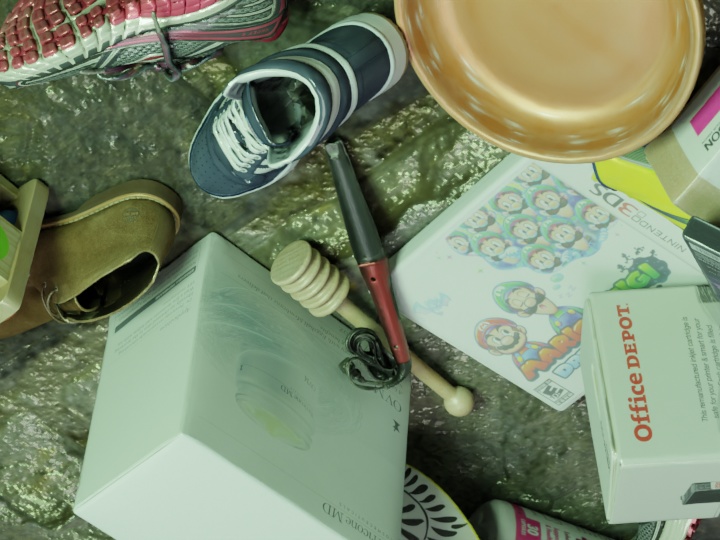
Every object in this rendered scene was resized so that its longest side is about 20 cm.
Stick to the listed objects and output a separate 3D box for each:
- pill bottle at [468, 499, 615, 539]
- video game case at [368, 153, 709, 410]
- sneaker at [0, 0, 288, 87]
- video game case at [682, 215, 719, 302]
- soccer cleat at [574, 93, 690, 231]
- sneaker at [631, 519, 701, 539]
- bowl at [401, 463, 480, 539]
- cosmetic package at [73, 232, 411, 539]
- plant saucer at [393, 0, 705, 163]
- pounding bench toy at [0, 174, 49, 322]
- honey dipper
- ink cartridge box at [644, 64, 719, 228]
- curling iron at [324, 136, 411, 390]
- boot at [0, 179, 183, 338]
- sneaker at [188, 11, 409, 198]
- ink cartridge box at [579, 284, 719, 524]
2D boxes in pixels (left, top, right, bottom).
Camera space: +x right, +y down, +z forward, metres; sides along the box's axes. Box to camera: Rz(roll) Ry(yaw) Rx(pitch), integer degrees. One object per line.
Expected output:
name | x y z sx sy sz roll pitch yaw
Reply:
pill bottle | 0.172 0.258 1.957 0.200 0.113 0.113 20 133 -14
video game case | 0.136 0.001 1.775 0.182 0.024 0.200 32 129 -22
sneaker | -0.143 -0.150 1.609 0.200 0.081 0.075 -14 134 18
video game case | 0.281 0.025 1.618 0.143 0.019 0.200 28 177 18
soccer cleat | 0.200 -0.064 1.682 0.084 0.065 0.200 -22 126 33
sneaker | 0.226 0.141 1.873 0.075 0.081 0.200 22 131 14
bowl | 0.008 0.248 1.900 0.094 0.201 0.201 -24 147 -34
cosmetic package | -0.077 0.119 1.788 0.199 0.200 0.123 36 127 -26
plant saucer | 0.119 -0.161 1.573 0.200 0.037 0.200 12 124 19
pounding bench toy | -0.307 0.003 1.700 0.124 0.200 0.156 -31 123 30
honey dipper | 0.013 0.049 1.827 0.038 0.038 0.200 -28 128 29
ink cartridge box | 0.305 -0.092 1.594 0.165 0.075 0.200 30 112 -24
curling iron | 0.000 0.000 1.759 0.050 0.026 0.200 -17 120 -14
boot | -0.212 0.009 1.784 0.200 0.075 0.074 -28 127 30
sneaker | -0.066 -0.091 1.628 0.200 0.108 0.070 -34 93 41
ink cartridge box | 0.256 0.087 1.736 0.200 0.144 0.084 -3 143 -4
